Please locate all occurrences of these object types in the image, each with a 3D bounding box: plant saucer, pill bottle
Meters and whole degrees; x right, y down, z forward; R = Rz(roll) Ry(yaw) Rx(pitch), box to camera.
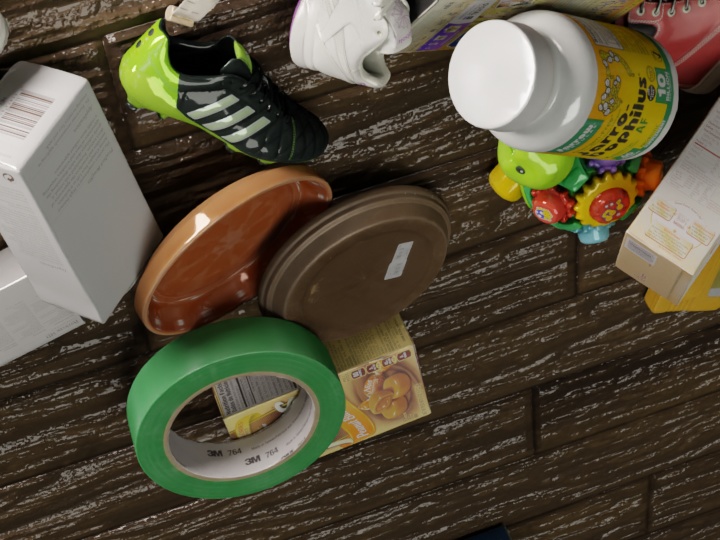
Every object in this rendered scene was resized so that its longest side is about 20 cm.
[{"bbox_3d":[-0.112,-0.021,1.423,0.200,0.032,0.200,-35,162,-13],"label":"plant saucer"},{"bbox_3d":[0.163,-0.149,1.322,0.200,0.113,0.113,1,134,-50],"label":"pill bottle"},{"bbox_3d":[0.000,0.000,1.520,0.199,0.030,0.200,-22,147,-15],"label":"plant saucer"}]

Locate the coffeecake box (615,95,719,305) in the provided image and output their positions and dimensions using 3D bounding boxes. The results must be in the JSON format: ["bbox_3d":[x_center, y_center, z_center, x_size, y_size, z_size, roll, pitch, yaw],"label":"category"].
[{"bbox_3d":[0.319,-0.081,1.486,0.200,0.073,0.154,-55,169,-6],"label":"coffeecake box"}]

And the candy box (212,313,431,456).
[{"bbox_3d":[-0.037,0.127,1.637,0.199,0.055,0.116,-22,137,-5],"label":"candy box"}]

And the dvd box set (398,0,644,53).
[{"bbox_3d":[0.125,-0.215,1.336,0.199,0.030,0.146,-7,173,-19],"label":"dvd box set"}]

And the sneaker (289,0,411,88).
[{"bbox_3d":[0.005,-0.227,1.270,0.075,0.099,0.200,-50,161,-39],"label":"sneaker"}]

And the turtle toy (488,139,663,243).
[{"bbox_3d":[0.194,-0.095,1.493,0.200,0.101,0.146,23,119,-40],"label":"turtle toy"}]

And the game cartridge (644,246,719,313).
[{"bbox_3d":[0.412,-0.030,1.714,0.199,0.032,0.177,-5,134,-23],"label":"game cartridge"}]

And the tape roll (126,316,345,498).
[{"bbox_3d":[-0.115,0.130,1.529,0.200,0.048,0.201,-12,136,-12],"label":"tape roll"}]

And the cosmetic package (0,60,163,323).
[{"bbox_3d":[-0.237,-0.059,1.307,0.102,0.074,0.200,-58,152,-29],"label":"cosmetic package"}]

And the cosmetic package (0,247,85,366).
[{"bbox_3d":[-0.347,0.051,1.417,0.199,0.051,0.083,-27,135,1],"label":"cosmetic package"}]

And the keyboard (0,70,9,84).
[{"bbox_3d":[-0.339,-0.083,1.312,0.104,0.040,0.200,-13,140,-49],"label":"keyboard"}]

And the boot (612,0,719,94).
[{"bbox_3d":[0.294,-0.246,1.418,0.144,0.073,0.200,12,129,-32],"label":"boot"}]

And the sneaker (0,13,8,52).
[{"bbox_3d":[-0.355,-0.161,1.191,0.199,0.075,0.087,-17,132,-11],"label":"sneaker"}]

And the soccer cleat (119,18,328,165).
[{"bbox_3d":[-0.099,-0.142,1.331,0.199,0.068,0.081,18,131,-34],"label":"soccer cleat"}]

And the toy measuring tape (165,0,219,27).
[{"bbox_3d":[-0.091,-0.261,1.238,0.073,0.074,0.200,11,149,-33],"label":"toy measuring tape"}]

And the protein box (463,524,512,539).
[{"bbox_3d":[0.116,0.440,1.913,0.199,0.199,0.135,-18,137,-8],"label":"protein box"}]
